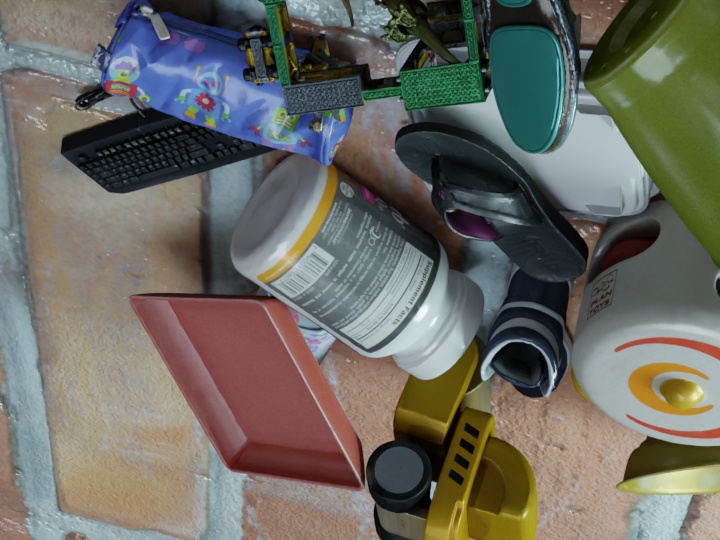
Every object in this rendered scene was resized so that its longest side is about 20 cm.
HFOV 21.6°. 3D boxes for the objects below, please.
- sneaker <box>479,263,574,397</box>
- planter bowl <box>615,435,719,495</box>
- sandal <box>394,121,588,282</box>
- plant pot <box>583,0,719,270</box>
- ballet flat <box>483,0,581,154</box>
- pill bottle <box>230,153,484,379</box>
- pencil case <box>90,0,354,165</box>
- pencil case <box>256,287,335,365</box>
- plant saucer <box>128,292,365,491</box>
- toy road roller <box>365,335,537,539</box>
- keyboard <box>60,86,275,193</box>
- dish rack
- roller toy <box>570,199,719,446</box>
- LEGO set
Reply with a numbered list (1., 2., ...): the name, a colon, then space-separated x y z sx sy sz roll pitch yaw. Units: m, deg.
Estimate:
1. sneaker: 0.141 0.077 1.608 0.069 0.109 0.201 11 145 9
2. planter bowl: 0.314 0.138 1.612 0.198 0.085 0.201 -4 167 -1
3. sandal: 0.103 -0.044 1.434 0.075 0.048 0.200 -21 132 42
4. plant pot: 0.256 -0.110 1.244 0.192 0.201 0.200 39 141 -12
5. ballet flat: 0.117 -0.176 1.241 0.073 0.074 0.202 2 123 22
6. pill bottle: 0.000 0.000 1.557 0.199 0.117 0.116 34 142 -24
7. pencil case: -0.100 -0.147 1.429 0.198 0.079 0.087 18 144 -1
8. pencil case: -0.072 0.062 1.706 0.082 0.092 0.200 -3 152 -20
9. plant saucer: -0.091 0.095 1.640 0.199 0.037 0.201 2 126 50
10. toy road roller: 0.096 0.164 1.656 0.144 0.201 0.123 15 152 13
11. keyboard: -0.172 -0.117 1.555 0.198 0.021 0.127 -14 135 36
12. dish rack: 0.126 -0.099 1.429 0.198 0.044 0.172 5 144 16
13. roller toy: 0.259 0.047 1.487 0.198 0.141 0.183 5 143 19
14. LEGO set: 0.019 -0.184 1.327 0.198 0.116 0.155 -13 108 17
